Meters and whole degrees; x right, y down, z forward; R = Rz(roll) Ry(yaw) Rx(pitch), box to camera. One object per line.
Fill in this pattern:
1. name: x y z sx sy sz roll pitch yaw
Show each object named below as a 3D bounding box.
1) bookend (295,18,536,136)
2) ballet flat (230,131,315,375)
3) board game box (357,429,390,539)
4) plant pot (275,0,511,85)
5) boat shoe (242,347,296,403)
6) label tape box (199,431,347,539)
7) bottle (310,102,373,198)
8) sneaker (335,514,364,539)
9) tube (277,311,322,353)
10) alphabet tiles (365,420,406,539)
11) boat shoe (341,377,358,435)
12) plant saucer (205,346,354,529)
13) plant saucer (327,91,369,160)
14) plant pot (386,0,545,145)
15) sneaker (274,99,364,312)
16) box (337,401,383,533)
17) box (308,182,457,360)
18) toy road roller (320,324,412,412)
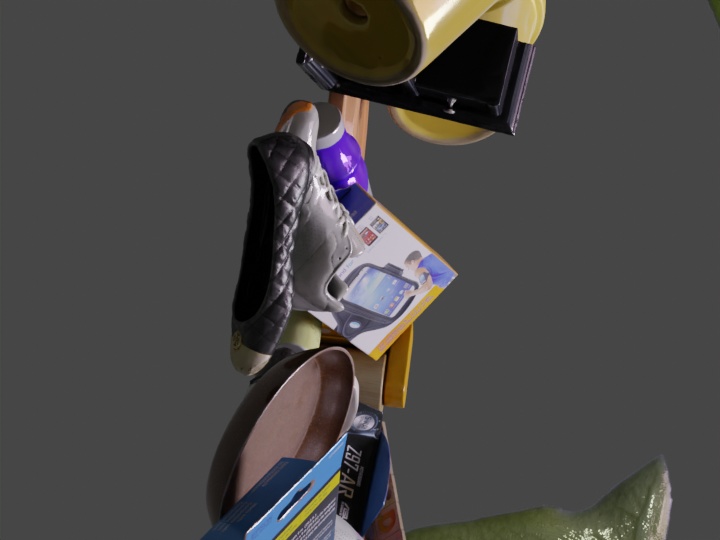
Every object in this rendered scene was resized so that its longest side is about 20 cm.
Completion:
1. bookend: 0.057 -0.200 1.660 0.199 0.199 0.092 11 93 -85
2. ballet flat: -0.082 -0.014 1.431 0.066 0.057 0.201 24 -72 51
3. board game box: -0.009 0.260 1.846 0.200 0.039 0.158 -58 -159 15
4. plant pot: 0.033 -0.253 1.389 0.189 0.200 0.201 -58 164 -32
5. boat shoe: -0.069 0.152 1.683 0.202 0.071 0.061 89 15 -51
6. label tape box: -0.082 0.229 1.478 0.144 0.063 0.200 -42 149 -43
7. bottle: -0.023 -0.073 1.687 0.200 0.065 0.084 75 12 -50
8. sneaker: -0.059 0.277 1.668 0.081 0.088 0.200 -55 -171 -30
9. tube: -0.055 0.026 1.751 0.058 0.052 0.200 -34 -154 28
10. alphabet tiles: -0.020 0.280 1.888 0.167 0.008 0.200 -36 -135 29
11. boat shoe: -0.052 0.137 1.776 0.093 0.074 0.200 -83 -163 -46
12. plant saucer: -0.073 0.149 1.536 0.200 0.034 0.201 -48 154 -32
13. plant saucer: -0.013 -0.147 1.870 0.200 0.032 0.201 6 90 -87
14. plant pot: 0.094 -0.241 1.864 0.201 0.200 0.189 93 0 -55
15. sneaker: -0.038 -0.052 1.526 0.076 0.092 0.201 -73 171 -56
16. box: -0.051 0.248 1.838 0.160 0.043 0.201 -38 -147 51
17. box: 0.000 0.000 1.678 0.119 0.041 0.200 -47 145 4
18. toy road roller: -0.006 0.043 1.888 0.146 0.122 0.201 85 11 -67
